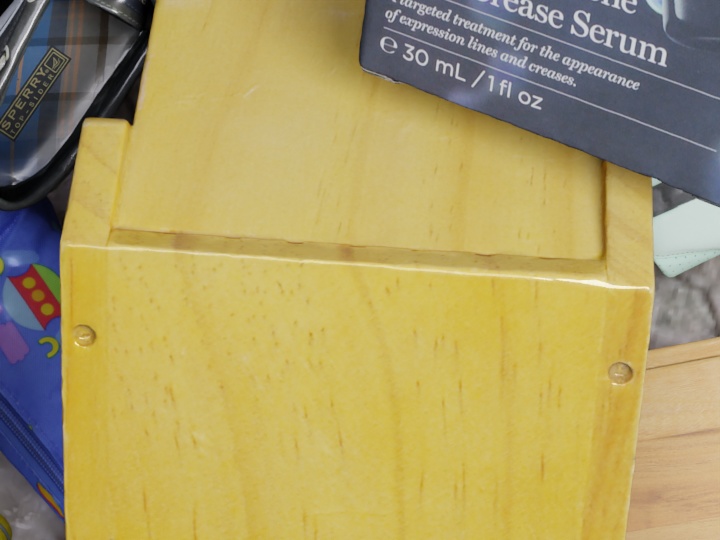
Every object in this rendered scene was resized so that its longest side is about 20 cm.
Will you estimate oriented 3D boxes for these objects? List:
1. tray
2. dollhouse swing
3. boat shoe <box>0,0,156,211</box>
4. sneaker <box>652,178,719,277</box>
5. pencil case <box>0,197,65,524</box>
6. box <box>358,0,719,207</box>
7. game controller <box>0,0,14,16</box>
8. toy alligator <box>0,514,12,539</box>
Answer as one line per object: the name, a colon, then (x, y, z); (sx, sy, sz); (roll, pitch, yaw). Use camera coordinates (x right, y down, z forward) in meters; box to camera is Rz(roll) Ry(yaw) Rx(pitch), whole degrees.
tray: (0.075, 0.089, 0.957); (0.199, 0.037, 0.099); (-12, 85, 13)
dollhouse swing: (0.000, 0.000, 0.899); (0.199, 0.176, 0.182); (3, 118, 1)
boat shoe: (-0.096, -0.109, 0.944); (0.068, 0.057, 0.200); (29, 96, -31)
sneaker: (0.109, -0.097, 0.937); (0.118, 0.074, 0.201); (-29, 80, 14)
pencil case: (-0.107, 0.059, 0.965); (0.200, 0.087, 0.078); (50, 138, 17)
box: (0.097, -0.147, 0.804); (0.148, 0.107, 0.201); (22, 125, 22)
game controller: (-0.173, -0.183, 1.023); (0.104, 0.042, 0.201); (-18, 80, 27)
toy alligator: (-0.160, 0.136, 1.005); (0.199, 0.059, 0.054); (13, 135, 6)
